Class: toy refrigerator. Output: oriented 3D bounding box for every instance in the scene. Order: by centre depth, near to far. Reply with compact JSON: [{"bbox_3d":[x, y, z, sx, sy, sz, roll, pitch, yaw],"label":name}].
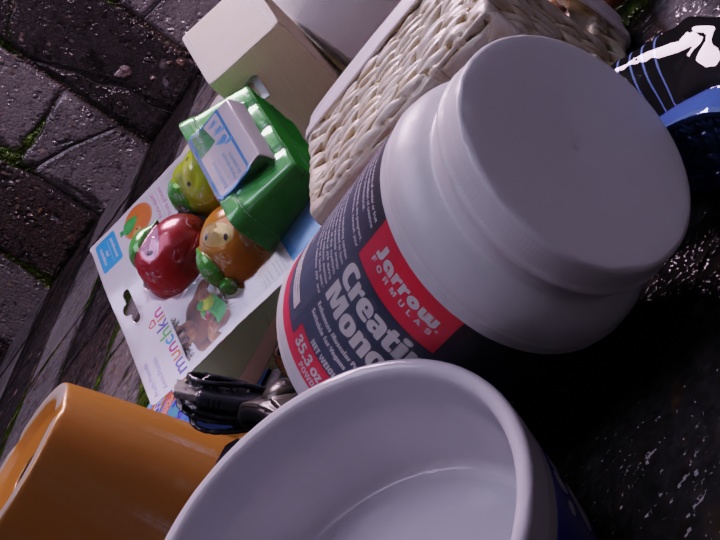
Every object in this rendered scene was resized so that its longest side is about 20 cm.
[{"bbox_3d":[-0.058,-0.155,1.030,0.076,0.200,0.070,-40,56,10],"label":"toy refrigerator"}]

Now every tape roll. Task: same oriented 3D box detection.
[{"bbox_3d":[0.004,-0.251,1.112,0.140,0.202,0.203,-56,17,0],"label":"tape roll"}]

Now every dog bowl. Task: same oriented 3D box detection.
[{"bbox_3d":[0.002,0.141,0.517,0.198,0.079,0.201,-27,34,20],"label":"dog bowl"}]

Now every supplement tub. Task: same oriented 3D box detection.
[{"bbox_3d":[0.053,-0.004,0.602,0.200,0.139,0.142,-50,16,49],"label":"supplement tub"}]

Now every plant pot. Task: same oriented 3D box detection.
[{"bbox_3d":[-0.154,0.175,0.822,0.201,0.182,0.201,-49,18,22],"label":"plant pot"}]

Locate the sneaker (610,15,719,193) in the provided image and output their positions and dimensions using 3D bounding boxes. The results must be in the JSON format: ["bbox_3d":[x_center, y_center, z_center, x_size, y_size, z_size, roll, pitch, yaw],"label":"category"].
[{"bbox_3d":[0.158,-0.085,0.626,0.079,0.070,0.199,-59,23,-16],"label":"sneaker"}]

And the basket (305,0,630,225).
[{"bbox_3d":[0.066,-0.097,0.780,0.200,0.135,0.124,-47,21,30],"label":"basket"}]

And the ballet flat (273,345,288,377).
[{"bbox_3d":[0.000,0.000,0.903,0.202,0.067,0.068,-61,26,-10],"label":"ballet flat"}]

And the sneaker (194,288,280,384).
[{"bbox_3d":[-0.102,-0.005,0.985,0.202,0.117,0.074,-64,15,-12],"label":"sneaker"}]

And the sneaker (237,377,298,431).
[{"bbox_3d":[0.002,0.066,0.708,0.076,0.114,0.201,-32,28,50],"label":"sneaker"}]

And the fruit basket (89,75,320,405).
[{"bbox_3d":[-0.118,-0.031,0.903,0.199,0.094,0.186,-39,48,8],"label":"fruit basket"}]

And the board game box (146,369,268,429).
[{"bbox_3d":[-0.142,0.099,1.161,0.199,0.045,0.154,-26,35,61],"label":"board game box"}]

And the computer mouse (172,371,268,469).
[{"bbox_3d":[-0.063,0.151,0.727,0.053,0.136,0.202,108,174,-58],"label":"computer mouse"}]

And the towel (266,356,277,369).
[{"bbox_3d":[-0.021,-0.011,1.035,0.148,0.036,0.202,-24,37,62],"label":"towel"}]

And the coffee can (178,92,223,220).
[{"bbox_3d":[-0.104,-0.096,1.193,0.147,0.146,0.201,-48,13,25],"label":"coffee can"}]

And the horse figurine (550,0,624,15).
[{"bbox_3d":[0.149,-0.199,0.876,0.133,0.050,0.200,-48,15,5],"label":"horse figurine"}]
